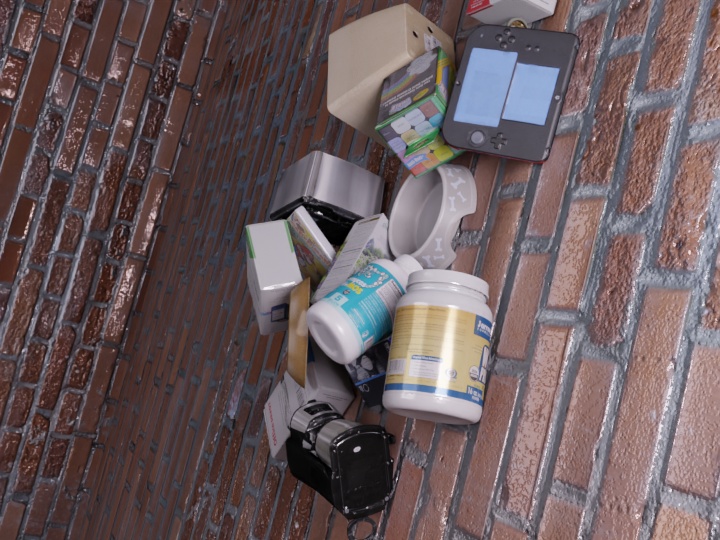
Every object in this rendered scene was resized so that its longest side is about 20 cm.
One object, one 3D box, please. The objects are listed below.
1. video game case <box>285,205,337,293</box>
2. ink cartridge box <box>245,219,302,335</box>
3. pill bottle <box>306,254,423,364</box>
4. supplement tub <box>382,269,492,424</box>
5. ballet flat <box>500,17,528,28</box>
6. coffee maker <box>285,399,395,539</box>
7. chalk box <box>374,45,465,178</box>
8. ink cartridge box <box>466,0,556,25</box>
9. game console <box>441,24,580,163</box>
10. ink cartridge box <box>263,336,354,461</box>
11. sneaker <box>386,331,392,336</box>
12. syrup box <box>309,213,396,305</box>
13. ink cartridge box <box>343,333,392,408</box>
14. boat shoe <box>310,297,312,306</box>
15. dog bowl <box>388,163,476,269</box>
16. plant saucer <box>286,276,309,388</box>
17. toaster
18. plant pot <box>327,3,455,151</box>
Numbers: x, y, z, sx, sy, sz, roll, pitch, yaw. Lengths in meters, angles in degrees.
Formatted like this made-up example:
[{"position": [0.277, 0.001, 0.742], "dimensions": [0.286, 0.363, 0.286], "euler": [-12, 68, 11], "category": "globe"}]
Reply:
[{"position": [-0.088, -0.016, 1.628], "dimensions": [0.023, 0.201, 0.182], "euler": [-35, 1, -24], "category": "video game case"}, {"position": [-0.173, 0.017, 1.637], "dimensions": [0.200, 0.087, 0.146], "euler": [105, 152, -59], "category": "ink cartridge box"}, {"position": [0.017, 0.055, 1.351], "dimensions": [0.199, 0.111, 0.111], "euler": [-36, 13, -25], "category": "pill bottle"}, {"position": [0.115, 0.112, 1.202], "dimensions": [0.144, 0.144, 0.202], "euler": [-17, 59, 59], "category": "supplement tub"}, {"position": [0.238, -0.314, 1.308], "dimensions": [0.064, 0.067, 0.202], "euler": [-26, 52, 50], "category": "ballet flat"}, {"position": [-0.044, 0.333, 1.393], "dimensions": [0.200, 0.134, 0.194], "euler": [7, 81, 64], "category": "coffee maker"}, {"position": [0.111, -0.251, 1.378], "dimensions": [0.124, 0.124, 0.201], "euler": [-24, 37, 30], "category": "chalk box"}, {"position": [0.266, -0.512, 1.352], "dimensions": [0.144, 0.083, 0.202], "euler": [6, 80, 64], "category": "ink cartridge box"}, {"position": [0.224, -0.270, 1.254], "dimensions": [0.176, 0.031, 0.202], "euler": [15, 88, 31], "category": "game console"}, {"position": [-0.104, 0.255, 1.613], "dimensions": [0.201, 0.084, 0.145], "euler": [-57, 29, 27], "category": "ink cartridge box"}, {"position": [0.017, 0.091, 1.499], "dimensions": [0.200, 0.074, 0.084], "euler": [34, 95, 53], "category": "sneaker"}, {"position": [0.000, 0.000, 1.478], "dimensions": [0.081, 0.079, 0.201], "euler": [-14, 38, 46], "category": "syrup box"}, {"position": [0.050, 0.160, 1.363], "dimensions": [0.200, 0.039, 0.100], "euler": [-33, 86, 53], "category": "ink cartridge box"}, {"position": [-0.046, 0.111, 1.606], "dimensions": [0.201, 0.066, 0.072], "euler": [40, 124, 45], "category": "boat shoe"}, {"position": [0.117, -0.094, 1.422], "dimensions": [0.200, 0.058, 0.202], "euler": [-40, 42, 47], "category": "dog bowl"}, {"position": [-0.113, 0.111, 1.492], "dimensions": [0.200, 0.035, 0.202], "euler": [-178, 90, -85], "category": "plant saucer"}, {"position": [-0.063, -0.140, 1.662], "dimensions": [0.200, 0.180, 0.120], "euler": [-19, 56, 59], "category": "toaster"}, {"position": [0.069, -0.372, 1.548], "dimensions": [0.177, 0.199, 0.201], "euler": [-30, 48, 39], "category": "plant pot"}]
